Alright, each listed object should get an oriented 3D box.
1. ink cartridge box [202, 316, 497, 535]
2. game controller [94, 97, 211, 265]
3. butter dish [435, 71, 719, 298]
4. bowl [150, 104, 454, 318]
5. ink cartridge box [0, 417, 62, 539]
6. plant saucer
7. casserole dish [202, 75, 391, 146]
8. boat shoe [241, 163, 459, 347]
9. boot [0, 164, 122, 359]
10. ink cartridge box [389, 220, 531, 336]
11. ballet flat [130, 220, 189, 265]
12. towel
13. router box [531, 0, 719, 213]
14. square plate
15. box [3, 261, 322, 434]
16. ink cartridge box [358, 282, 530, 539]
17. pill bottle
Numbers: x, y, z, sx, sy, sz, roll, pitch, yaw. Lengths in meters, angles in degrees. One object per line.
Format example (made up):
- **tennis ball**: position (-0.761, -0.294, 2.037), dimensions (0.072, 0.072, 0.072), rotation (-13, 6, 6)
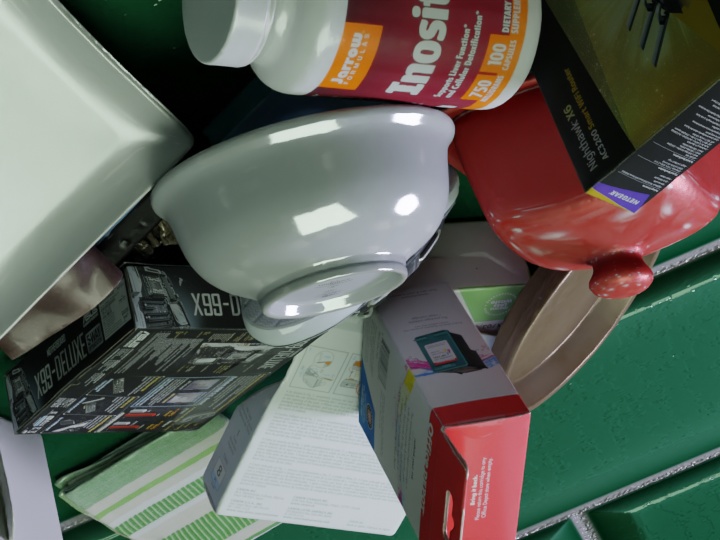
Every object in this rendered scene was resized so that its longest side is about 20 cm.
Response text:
- **ink cartridge box**: position (-0.009, 0.105, 1.621), dimensions (0.159, 0.047, 0.201), rotation (11, 120, -29)
- **game controller**: position (-0.188, -0.047, 1.415), dimensions (0.104, 0.042, 0.200), rotation (29, 124, -29)
- **butter dish**: position (0.162, -0.053, 1.455), dimensions (0.199, 0.149, 0.199), rotation (-18, 159, 21)
- **bowl**: position (-0.027, -0.027, 1.365), dimensions (0.200, 0.091, 0.201), rotation (-13, 167, -3)
- **ink cartridge box**: position (-0.320, 0.192, 1.615), dimensions (0.199, 0.129, 0.125), rotation (-34, 143, 21)
- **plant saucer**: position (0.160, 0.023, 1.626), dimensions (0.200, 0.029, 0.200), rotation (-44, 159, -21)
- **casserole dish**: position (-0.043, -0.091, 1.438), dimensions (0.121, 0.039, 0.200), rotation (17, 133, -43)
- **boat shoe**: position (0.000, 0.000, 1.491), dimensions (0.200, 0.072, 0.071), rotation (-38, 146, -29)
- **boot**: position (-0.273, 0.001, 1.381), dimensions (0.199, 0.072, 0.167), rotation (-32, 117, 8)
- **ink cartridge box**: position (0.046, 0.052, 1.650), dimensions (0.116, 0.068, 0.201), rotation (-4, 143, -19)
- **ballet flat**: position (-0.098, -0.010, 1.517), dimensions (0.067, 0.047, 0.199), rotation (-39, 140, 27)
- **towel**: position (-0.137, 0.181, 1.783), dimensions (0.152, 0.023, 0.200), rotation (-30, 143, 14)
- **router box**: position (0.172, -0.162, 1.303), dimensions (0.052, 0.201, 0.157), rotation (18, 131, -42)
- **square plate**: position (-0.232, -0.073, 1.303), dimensions (0.200, 0.028, 0.198), rotation (-44, 125, 1)
- **box**: position (-0.140, 0.059, 1.540), dimensions (0.157, 0.050, 0.200), rotation (1, 155, -35)
- **ink cartridge box**: position (0.061, 0.113, 1.492), dimensions (0.067, 0.200, 0.117), rotation (-8, 126, -17)
- **pill bottle**: position (0.000, -0.158, 1.302), dimensions (0.199, 0.113, 0.113), rotation (2, 141, -27)
